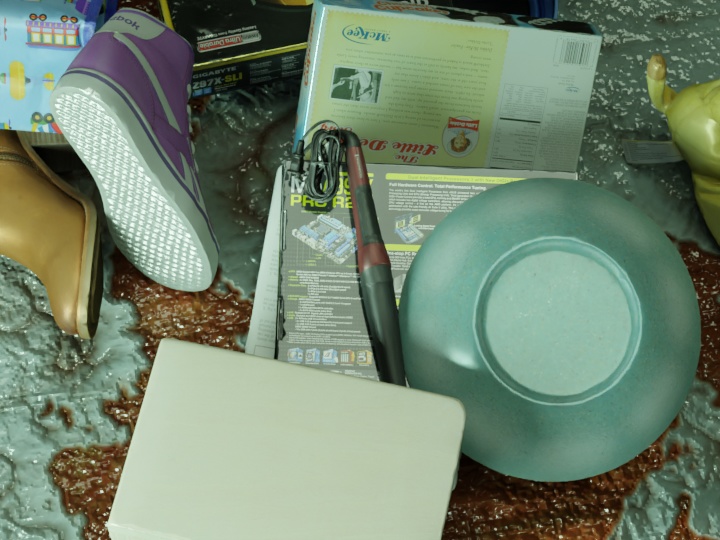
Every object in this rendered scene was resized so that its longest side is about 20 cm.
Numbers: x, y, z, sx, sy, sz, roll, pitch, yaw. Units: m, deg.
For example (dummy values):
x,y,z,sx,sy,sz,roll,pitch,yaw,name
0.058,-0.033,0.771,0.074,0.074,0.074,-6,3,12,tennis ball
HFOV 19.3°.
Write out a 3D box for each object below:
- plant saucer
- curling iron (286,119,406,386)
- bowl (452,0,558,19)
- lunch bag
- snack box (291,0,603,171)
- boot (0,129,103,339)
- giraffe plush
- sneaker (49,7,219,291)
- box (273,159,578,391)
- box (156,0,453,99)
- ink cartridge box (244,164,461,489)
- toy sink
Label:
x,y,z,sx,sy,sz,roll,pitch,yaw,name
0.125,0.035,1.370,0.201,0.039,0.201,0,82,-2,plant saucer
0.000,0.000,1.378,0.050,0.026,0.200,-18,86,16,curling iron
0.042,-0.195,1.550,0.200,0.039,0.201,2,66,-4,bowl
-0.248,-0.187,1.478,0.150,0.094,0.200,4,36,-2,lunch bag
0.059,-0.122,1.467,0.200,0.116,0.037,5,21,-12,snack box
-0.256,-0.034,1.432,0.155,0.077,0.200,-8,64,-10,boot
0.308,-0.104,1.488,0.162,0.173,0.200,-32,37,-27,giraffe plush
-0.128,-0.084,1.418,0.073,0.201,0.114,4,47,24,sneaker
0.044,0.011,1.412,0.200,0.044,0.161,2,80,-3,box
-0.049,-0.217,1.506,0.200,0.049,0.160,-12,65,-8,box
0.005,0.039,1.452,0.162,0.050,0.200,10,83,0,ink cartridge box
-0.042,0.139,1.335,0.200,0.112,0.131,10,65,6,toy sink
